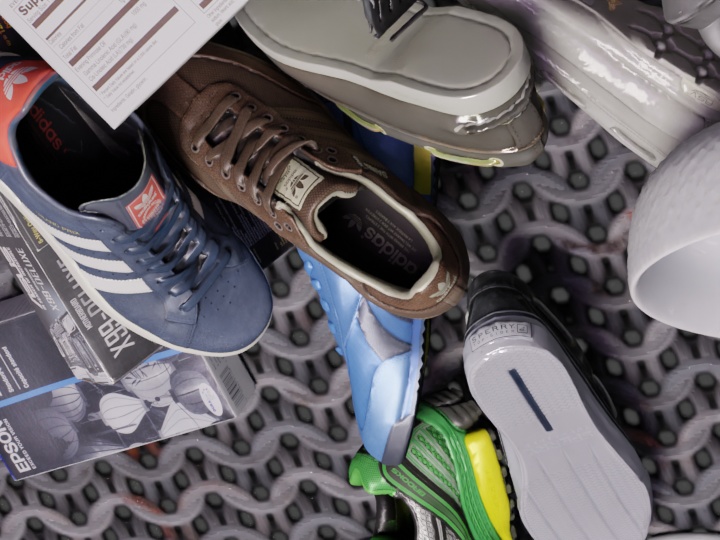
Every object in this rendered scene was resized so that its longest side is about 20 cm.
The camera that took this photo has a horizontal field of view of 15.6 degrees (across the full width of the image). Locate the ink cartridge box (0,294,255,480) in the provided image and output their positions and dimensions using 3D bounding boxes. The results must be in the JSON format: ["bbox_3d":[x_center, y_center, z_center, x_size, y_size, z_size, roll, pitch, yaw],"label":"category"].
[{"bbox_3d":[-0.166,0.059,1.487,0.199,0.039,0.100,-18,112,29],"label":"ink cartridge box"}]

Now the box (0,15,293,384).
[{"bbox_3d":[-0.123,-0.068,1.323,0.050,0.158,0.201,4,128,60],"label":"box"}]

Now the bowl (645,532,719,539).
[{"bbox_3d":[0.189,0.249,1.431,0.200,0.090,0.202,9,121,15],"label":"bowl"}]

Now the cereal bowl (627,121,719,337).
[{"bbox_3d":[0.222,-0.033,1.220,0.199,0.084,0.200,0,161,0],"label":"cereal bowl"}]

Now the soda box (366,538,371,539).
[{"bbox_3d":[0.029,0.255,1.509,0.064,0.068,0.201,-19,111,30],"label":"soda box"}]

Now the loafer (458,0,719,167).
[{"bbox_3d":[0.090,-0.116,1.265,0.200,0.070,0.070,36,127,3],"label":"loafer"}]

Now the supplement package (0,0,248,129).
[{"bbox_3d":[-0.068,-0.187,1.203,0.111,0.200,0.156,46,125,-7],"label":"supplement package"}]

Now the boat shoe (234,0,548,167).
[{"bbox_3d":[0.012,-0.101,1.272,0.201,0.072,0.060,27,156,45],"label":"boat shoe"}]

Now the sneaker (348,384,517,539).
[{"bbox_3d":[0.045,0.166,1.429,0.078,0.085,0.201,19,132,62],"label":"sneaker"}]

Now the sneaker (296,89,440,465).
[{"bbox_3d":[0.000,0.000,1.345,0.078,0.066,0.201,2,103,2],"label":"sneaker"}]

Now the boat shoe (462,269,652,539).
[{"bbox_3d":[0.106,0.076,1.375,0.072,0.071,0.200,-13,135,13],"label":"boat shoe"}]

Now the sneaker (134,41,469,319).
[{"bbox_3d":[-0.029,-0.050,1.263,0.200,0.076,0.071,34,89,2],"label":"sneaker"}]

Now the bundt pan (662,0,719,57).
[{"bbox_3d":[0.203,-0.170,1.177,0.201,0.076,0.203,8,123,12],"label":"bundt pan"}]

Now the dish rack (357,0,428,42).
[{"bbox_3d":[0.050,-0.196,1.157,0.054,0.200,0.154,7,122,26],"label":"dish rack"}]

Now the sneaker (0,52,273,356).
[{"bbox_3d":[-0.108,-0.026,1.255,0.200,0.075,0.084,40,161,-25],"label":"sneaker"}]
